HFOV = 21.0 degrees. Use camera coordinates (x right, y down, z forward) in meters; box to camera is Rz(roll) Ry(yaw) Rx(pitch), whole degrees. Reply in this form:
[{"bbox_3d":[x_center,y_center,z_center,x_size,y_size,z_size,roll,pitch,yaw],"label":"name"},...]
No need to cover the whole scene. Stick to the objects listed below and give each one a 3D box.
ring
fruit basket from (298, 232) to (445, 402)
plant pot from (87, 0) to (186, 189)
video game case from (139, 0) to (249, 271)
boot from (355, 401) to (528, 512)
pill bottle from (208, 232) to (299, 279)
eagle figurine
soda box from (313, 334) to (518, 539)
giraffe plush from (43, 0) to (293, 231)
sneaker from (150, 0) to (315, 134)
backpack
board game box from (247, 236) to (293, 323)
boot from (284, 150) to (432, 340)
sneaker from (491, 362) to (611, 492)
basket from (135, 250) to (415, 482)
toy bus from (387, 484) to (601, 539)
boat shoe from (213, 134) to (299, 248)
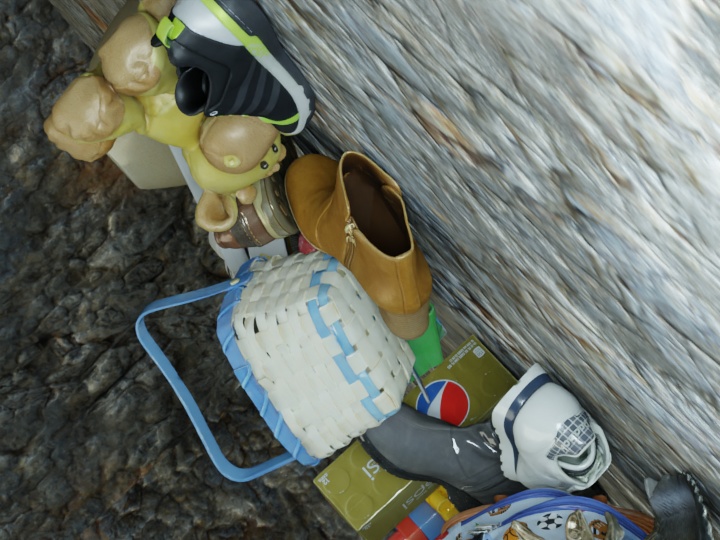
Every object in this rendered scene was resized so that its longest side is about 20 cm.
[{"bbox_3d":[0.170,0.227,1.680,0.200,0.200,0.019,54,-146,-60],"label":"ring"},{"bbox_3d":[0.000,0.000,1.714,0.185,0.093,0.201,50,163,60],"label":"fruit basket"},{"bbox_3d":[-0.201,-0.160,1.925,0.200,0.134,0.200,48,176,4],"label":"plant pot"},{"bbox_3d":[-0.145,-0.127,1.691,0.200,0.024,0.182,68,-173,-48],"label":"video game case"},{"bbox_3d":[0.099,0.139,1.658,0.200,0.131,0.070,32,-136,-30],"label":"boot"},{"bbox_3d":[-0.115,-0.006,2.652,0.200,0.116,0.116,45,176,34],"label":"pill bottle"},{"bbox_3d":[0.224,0.214,1.322,0.151,0.152,0.200,1,171,-36],"label":"eagle figurine"},{"bbox_3d":[0.057,0.156,1.766,0.068,0.200,0.064,46,176,25],"label":"soda box"},{"bbox_3d":[-0.129,-0.120,1.482,0.162,0.173,0.200,40,-175,-7],"label":"giraffe plush"},{"bbox_3d":[-0.097,-0.140,1.355,0.072,0.083,0.200,46,176,27],"label":"sneaker"},{"bbox_3d":[0.149,0.263,1.507,0.200,0.190,0.154,41,-142,-30],"label":"backpack"},{"bbox_3d":[-0.073,0.019,1.785,0.135,0.034,0.201,-102,0,-62],"label":"board game box"},{"bbox_3d":[-0.004,-0.052,1.470,0.201,0.071,0.144,56,168,31],"label":"boot"},{"bbox_3d":[0.161,0.146,1.536,0.080,0.076,0.200,35,173,25],"label":"sneaker"},{"bbox_3d":[-0.066,0.079,1.596,0.177,0.199,0.139,61,-159,-22],"label":"basket"},{"bbox_3d":[0.114,0.221,1.881,0.136,0.192,0.200,41,174,47],"label":"toy bus"},{"bbox_3d":[-0.093,-0.084,1.618,0.072,0.067,0.200,58,-165,-29],"label":"boat shoe"}]
